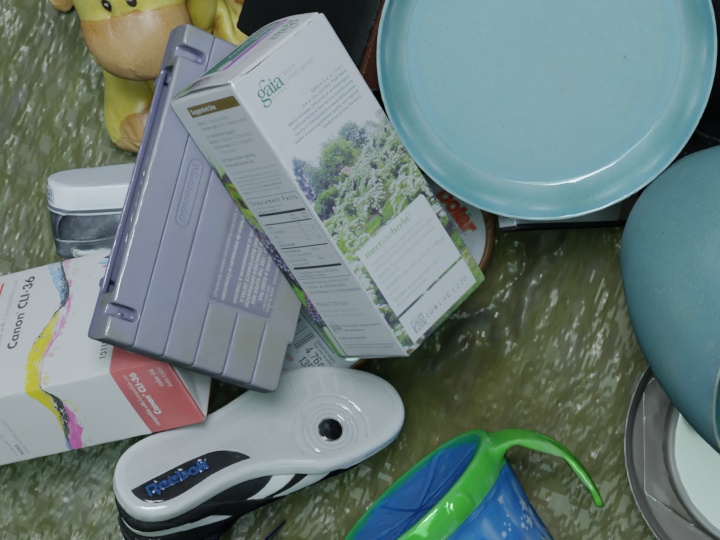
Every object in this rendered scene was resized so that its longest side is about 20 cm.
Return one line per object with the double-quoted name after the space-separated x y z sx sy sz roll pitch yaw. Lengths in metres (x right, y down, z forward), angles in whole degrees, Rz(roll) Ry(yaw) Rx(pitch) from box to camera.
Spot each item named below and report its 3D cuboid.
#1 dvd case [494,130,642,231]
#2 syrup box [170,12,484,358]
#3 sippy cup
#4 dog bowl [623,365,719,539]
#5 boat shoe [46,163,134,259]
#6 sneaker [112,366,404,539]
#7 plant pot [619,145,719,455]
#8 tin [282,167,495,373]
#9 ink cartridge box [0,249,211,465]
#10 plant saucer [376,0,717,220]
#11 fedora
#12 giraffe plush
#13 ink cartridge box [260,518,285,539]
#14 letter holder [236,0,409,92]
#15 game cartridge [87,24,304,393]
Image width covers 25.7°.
0.132 -0.127 1.031 0.018 0.142 0.201 -7 88 45 "dvd case"
-0.019 -0.048 0.955 0.079 0.081 0.200 -43 109 -28 "syrup box"
0.073 0.196 1.034 0.130 0.140 0.178 48 133 -6 "sippy cup"
0.273 0.114 1.044 0.199 0.059 0.201 0 88 6 "dog bowl"
-0.113 -0.036 1.081 0.199 0.072 0.068 -3 110 -4 "boat shoe"
-0.072 0.131 1.068 0.199 0.112 0.073 -16 65 -17 "sneaker"
0.234 0.000 0.944 0.200 0.200 0.135 -54 49 3 "plant pot"
0.000 0.000 1.060 0.200 0.042 0.112 -36 120 5 "tin"
-0.199 0.056 1.048 0.199 0.068 0.117 -14 43 15 "ink cartridge box"
0.109 -0.130 0.937 0.199 0.027 0.201 0 109 1 "plant saucer"
0.214 -0.159 1.020 0.200 0.092 0.201 -5 101 -23 "fedora"
-0.134 -0.177 1.036 0.172 0.162 0.200 -33 87 5 "giraffe plush"
-0.121 0.250 1.062 0.039 0.099 0.200 31 92 7 "ink cartridge box"
0.027 -0.226 0.985 0.100 0.142 0.201 33 118 26 "letter holder"
-0.084 -0.036 0.978 0.129 0.038 0.201 23 75 -35 "game cartridge"
